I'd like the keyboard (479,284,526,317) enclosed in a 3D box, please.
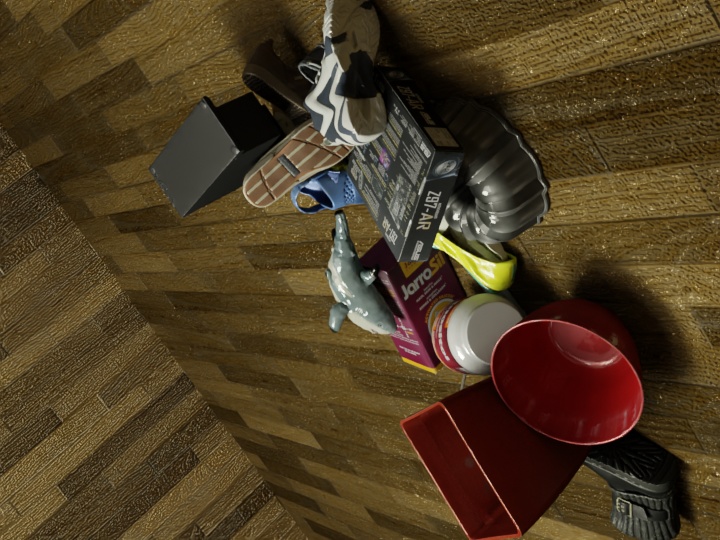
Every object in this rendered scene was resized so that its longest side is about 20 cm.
[{"bbox_3d":[0.208,0.044,1.692,0.201,0.011,0.056,52,163,-5],"label":"keyboard"}]

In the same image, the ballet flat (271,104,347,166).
[{"bbox_3d":[-0.087,-0.197,1.789,0.201,0.063,0.069,51,157,-3],"label":"ballet flat"}]

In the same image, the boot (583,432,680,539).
[{"bbox_3d":[0.370,0.299,1.697,0.210,0.079,0.159,32,153,36],"label":"boot"}]

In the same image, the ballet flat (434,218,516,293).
[{"bbox_3d":[0.137,-0.050,1.618,0.199,0.067,0.068,39,135,19],"label":"ballet flat"}]

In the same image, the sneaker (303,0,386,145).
[{"bbox_3d":[-0.032,-0.251,1.478,0.129,0.079,0.202,-15,87,56],"label":"sneaker"}]

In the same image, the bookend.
[{"bbox_3d":[-0.178,-0.194,1.706,0.093,0.198,0.200,54,139,3],"label":"bookend"}]

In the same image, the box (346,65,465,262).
[{"bbox_3d":[0.051,-0.134,1.448,0.201,0.043,0.162,-119,37,-47],"label":"box"}]

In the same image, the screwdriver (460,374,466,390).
[{"bbox_3d":[0.160,0.155,1.743,0.029,0.203,0.028,-3,155,26],"label":"screwdriver"}]

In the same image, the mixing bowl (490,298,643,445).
[{"bbox_3d":[0.277,0.113,1.494,0.198,0.109,0.202,16,131,19],"label":"mixing bowl"}]

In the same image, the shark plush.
[{"bbox_3d":[0.000,0.000,1.699,0.082,0.091,0.203,4,111,32],"label":"shark plush"}]

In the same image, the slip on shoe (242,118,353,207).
[{"bbox_3d":[-0.085,-0.167,1.678,0.076,0.199,0.061,47,-165,-19],"label":"slip on shoe"}]

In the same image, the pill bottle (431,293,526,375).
[{"bbox_3d":[0.169,0.090,1.642,0.113,0.113,0.200,49,172,-1],"label":"pill bottle"}]

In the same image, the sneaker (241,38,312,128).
[{"bbox_3d":[-0.080,-0.256,1.691,0.199,0.076,0.070,37,155,-33],"label":"sneaker"}]

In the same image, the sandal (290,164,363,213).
[{"bbox_3d":[-0.023,-0.117,1.708,0.197,0.087,0.080,1,129,27],"label":"sandal"}]

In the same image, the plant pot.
[{"bbox_3d":[0.199,0.236,1.608,0.201,0.175,0.200,58,160,5],"label":"plant pot"}]

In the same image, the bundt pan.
[{"bbox_3d":[0.140,-0.114,1.474,0.201,0.076,0.203,40,156,21],"label":"bundt pan"}]

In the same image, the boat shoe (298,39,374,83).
[{"bbox_3d":[-0.001,-0.231,1.563,0.200,0.068,0.072,43,157,16],"label":"boat shoe"}]

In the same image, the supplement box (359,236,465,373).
[{"bbox_3d":[0.088,0.040,1.774,0.085,0.110,0.201,16,141,51],"label":"supplement box"}]
